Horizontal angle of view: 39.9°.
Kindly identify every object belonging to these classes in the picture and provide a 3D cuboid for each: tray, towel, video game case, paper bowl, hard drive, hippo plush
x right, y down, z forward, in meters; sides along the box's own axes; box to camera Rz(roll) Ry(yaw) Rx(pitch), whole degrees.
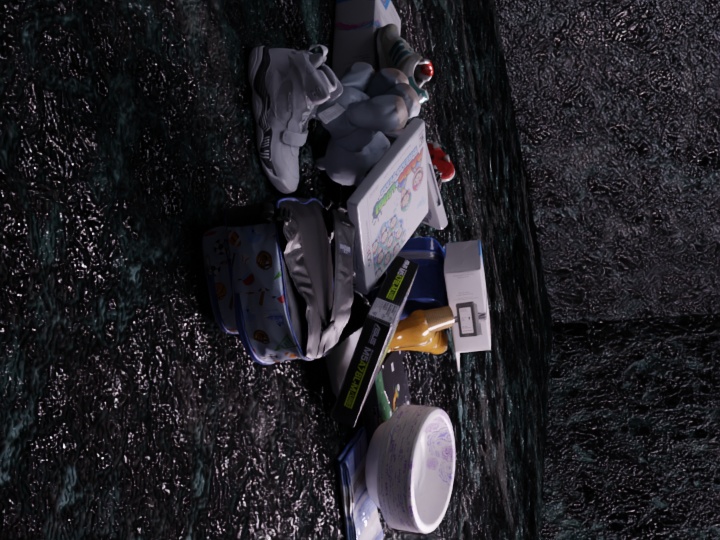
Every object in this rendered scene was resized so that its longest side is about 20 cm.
[{"bbox_3d":[-0.020,0.129,1.612,0.201,0.022,0.109,-60,143,-61],"label":"tray"},{"bbox_3d":[0.002,0.375,1.618,0.147,0.023,0.204,-37,121,-70],"label":"towel"},{"bbox_3d":[0.049,-0.169,1.660,0.023,0.198,0.184,-41,134,-25],"label":"video game case"},{"bbox_3d":[0.078,0.324,1.640,0.200,0.103,0.205,2,90,-65],"label":"paper bowl"},{"bbox_3d":[0.045,0.220,1.768,0.200,0.037,0.142,-45,128,-68],"label":"hard drive"},{"bbox_3d":[0.004,-0.201,1.506,0.199,0.158,0.163,-39,141,-39],"label":"hippo plush"},{"bbox_3d":[0.045,-0.094,1.467,0.201,0.023,0.184,-53,151,-34],"label":"video game case"}]

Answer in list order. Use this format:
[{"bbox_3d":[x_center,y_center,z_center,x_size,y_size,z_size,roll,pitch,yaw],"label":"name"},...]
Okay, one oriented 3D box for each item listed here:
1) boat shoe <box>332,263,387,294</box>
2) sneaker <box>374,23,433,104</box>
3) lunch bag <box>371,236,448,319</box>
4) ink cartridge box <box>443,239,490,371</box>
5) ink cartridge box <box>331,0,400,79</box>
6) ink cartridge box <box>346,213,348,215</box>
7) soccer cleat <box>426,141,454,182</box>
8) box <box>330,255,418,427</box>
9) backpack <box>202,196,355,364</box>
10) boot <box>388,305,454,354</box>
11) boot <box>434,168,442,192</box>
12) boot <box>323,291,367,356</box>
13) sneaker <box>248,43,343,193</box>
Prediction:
[{"bbox_3d":[0.000,0.000,1.612,0.062,0.074,0.200,50,10,11],"label":"boat shoe"},{"bbox_3d":[0.075,-0.334,1.628,0.071,0.092,0.202,63,23,-47],"label":"sneaker"},{"bbox_3d":[0.101,0.013,1.836,0.200,0.133,0.135,43,46,-69],"label":"lunch bag"},{"bbox_3d":[0.193,0.063,1.765,0.117,0.066,0.203,-78,160,-62],"label":"ink cartridge box"},{"bbox_3d":[0.012,-0.388,1.744,0.145,0.083,0.204,48,39,-61],"label":"ink cartridge box"},{"bbox_3d":[0.041,-0.122,1.585,0.104,0.059,0.200,-53,-177,-26],"label":"ink cartridge box"},{"bbox_3d":[0.087,-0.196,1.783,0.069,0.198,0.086,-43,147,-32],"label":"soccer cleat"},{"bbox_3d":[0.024,0.105,1.512,0.201,0.047,0.196,-60,169,-60],"label":"box"},{"bbox_3d":[-0.098,0.016,1.191,0.199,0.152,0.194,-10,87,-66],"label":"backpack"},{"bbox_3d":[0.084,0.116,1.758,0.202,0.141,0.072,99,-25,-70],"label":"boot"},{"bbox_3d":[0.071,-0.196,1.695,0.069,0.173,0.202,-41,148,-27],"label":"boot"},{"bbox_3d":[-0.050,0.015,1.457,0.200,0.075,0.171,-41,128,-61],"label":"boot"},{"bbox_3d":[-0.082,-0.208,1.350,0.075,0.113,0.204,-41,125,-68],"label":"sneaker"}]
